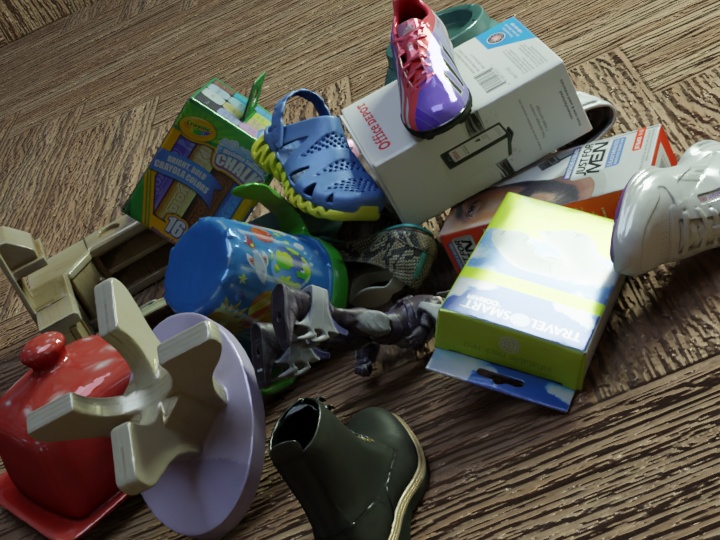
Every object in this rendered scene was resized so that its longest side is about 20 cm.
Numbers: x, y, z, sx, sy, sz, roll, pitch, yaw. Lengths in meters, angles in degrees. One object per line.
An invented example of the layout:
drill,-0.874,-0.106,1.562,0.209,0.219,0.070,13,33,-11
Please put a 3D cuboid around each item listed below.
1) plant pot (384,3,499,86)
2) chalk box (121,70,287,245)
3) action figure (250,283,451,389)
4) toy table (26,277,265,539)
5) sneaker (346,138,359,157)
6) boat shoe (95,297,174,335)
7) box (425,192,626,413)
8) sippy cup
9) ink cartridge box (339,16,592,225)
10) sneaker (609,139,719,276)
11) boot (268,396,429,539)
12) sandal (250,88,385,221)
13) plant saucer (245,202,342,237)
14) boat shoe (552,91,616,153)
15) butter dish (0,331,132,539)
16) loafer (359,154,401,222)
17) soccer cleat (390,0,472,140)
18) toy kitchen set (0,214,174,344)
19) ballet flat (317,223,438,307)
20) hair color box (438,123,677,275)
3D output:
plant pot,0.108,-0.213,1.545,0.200,0.134,0.200,-22,25,11
chalk box,-0.151,-0.127,1.530,0.200,0.124,0.125,-54,4,20
action figure,0.009,0.051,1.158,0.200,0.069,0.130,-2,-24,-30
toy table,-0.160,0.107,1.109,0.184,0.117,0.200,-37,53,13
sneaker,-0.039,-0.102,1.509,0.082,0.070,0.200,-32,4,-5
boat shoe,-0.215,0.067,1.407,0.201,0.073,0.063,-32,29,8
box,0.141,0.019,1.113,0.122,0.048,0.200,16,41,16
sippy cup,-0.103,0.015,1.260,0.140,0.130,0.178,-50,44,18
ink cartridge box,0.096,-0.143,1.320,0.200,0.084,0.146,-29,30,2
sneaker,0.275,-0.051,1.110,0.100,0.075,0.200,21,39,37
boot,-0.011,0.124,1.008,0.077,0.138,0.200,-23,24,11
sandal,-0.040,-0.111,1.323,0.079,0.087,0.200,1,28,-37
plant saucer,-0.094,-0.026,1.425,0.200,0.036,0.200,-25,-5,-2
boat shoe,0.174,-0.116,1.380,0.200,0.072,0.069,-29,22,-25
butter dish,-0.256,0.121,1.250,0.200,0.148,0.199,-39,28,-25
loafer,0.021,-0.082,1.475,0.063,0.072,0.200,-44,17,7
soccer cleat,0.056,-0.188,1.265,0.068,0.073,0.200,-22,31,12
toy kitchen set,-0.290,-0.012,1.520,0.180,0.163,0.200,-30,25,-5
ballet flat,0.000,0.000,1.321,0.200,0.068,0.075,-5,64,58
hair color box,0.183,-0.059,1.258,0.200,0.064,0.111,-15,28,28
